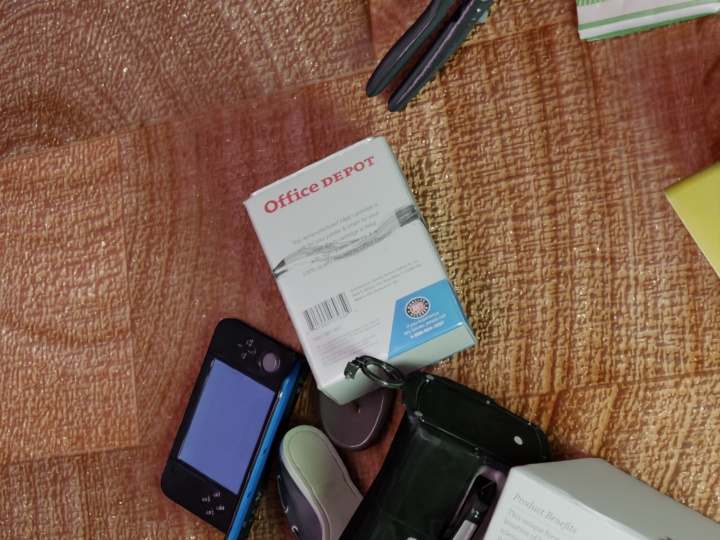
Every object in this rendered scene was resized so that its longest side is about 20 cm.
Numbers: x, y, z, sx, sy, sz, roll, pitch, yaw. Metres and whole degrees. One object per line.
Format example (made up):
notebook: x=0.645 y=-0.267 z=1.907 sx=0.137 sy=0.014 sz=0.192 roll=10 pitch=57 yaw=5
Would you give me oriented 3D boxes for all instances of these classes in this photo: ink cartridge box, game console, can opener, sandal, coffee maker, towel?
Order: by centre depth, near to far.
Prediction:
towel: x=0.254 y=-0.313 z=1.628 sx=0.152 sy=0.023 sz=0.201 roll=-8 pitch=80 yaw=32
coffee maker: x=0.047 y=0.201 z=1.637 sx=0.192 sy=0.135 sz=0.200 roll=36 pitch=115 yaw=20
ink cartridge box: x=0.000 y=0.000 z=1.695 sx=0.145 sy=0.084 sz=0.200 roll=-25 pitch=71 yaw=6
can opener: x=0.077 y=-0.231 z=1.726 sx=0.063 sy=0.079 sz=0.200 roll=30 pitch=110 yaw=-8
sandal: x=-0.001 y=0.071 z=1.746 sx=0.082 sy=0.055 sz=0.201 roll=18 pitch=95 yaw=32
game console: x=-0.134 y=0.163 z=1.791 sx=0.170 sy=0.118 sz=0.200 roll=26 pitch=100 yaw=32

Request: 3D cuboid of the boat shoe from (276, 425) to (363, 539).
boat shoe: x=-0.029 y=0.248 z=1.748 sx=0.200 sy=0.074 sz=0.066 roll=59 pitch=145 yaw=13

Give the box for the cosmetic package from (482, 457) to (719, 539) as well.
cosmetic package: x=0.194 y=0.283 z=1.534 sx=0.167 sy=0.166 sz=0.200 roll=28 pitch=102 yaw=32

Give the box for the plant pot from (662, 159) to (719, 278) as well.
plant pot: x=0.381 y=-0.015 z=1.428 sx=0.176 sy=0.200 sz=0.200 roll=-36 pitch=67 yaw=13
